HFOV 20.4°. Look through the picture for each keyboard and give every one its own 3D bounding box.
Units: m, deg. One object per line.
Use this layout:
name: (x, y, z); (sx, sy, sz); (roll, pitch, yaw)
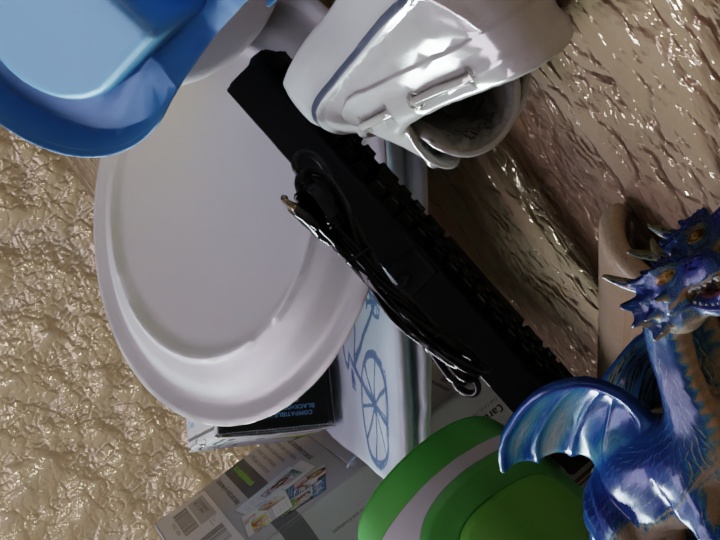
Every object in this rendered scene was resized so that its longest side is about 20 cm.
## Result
keyboard: (0.023, -0.003, 0.762); (0.200, 0.021, 0.127); (47, -163, -6)

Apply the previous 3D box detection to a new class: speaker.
speaker: (0.088, 0.147, 0.742); (0.200, 0.088, 0.089); (46, 169, 26)

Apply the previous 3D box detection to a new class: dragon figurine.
dragon figurine: (0.086, 0.057, 0.643); (0.100, 0.059, 0.200); (53, 143, 11)

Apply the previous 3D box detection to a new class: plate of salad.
plate of salad: (-0.052, -0.031, 0.899); (0.048, 0.201, 0.200); (5, -147, -45)

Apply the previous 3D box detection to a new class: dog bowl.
dog bowl: (-0.084, -0.126, 0.738); (0.111, 0.050, 0.200); (43, 132, -7)

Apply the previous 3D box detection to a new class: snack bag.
snack bag: (0.000, 0.000, 0.928); (0.200, 0.021, 0.190); (-159, 65, -75)

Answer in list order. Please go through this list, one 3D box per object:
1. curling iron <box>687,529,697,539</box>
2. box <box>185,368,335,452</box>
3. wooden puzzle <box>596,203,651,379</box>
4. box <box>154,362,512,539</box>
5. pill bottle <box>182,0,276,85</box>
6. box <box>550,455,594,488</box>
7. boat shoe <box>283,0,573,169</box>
curling iron: (0.176, 0.146, 0.826); (0.200, 0.026, 0.050); (49, 173, 28)
box: (-0.060, -0.013, 1.004); (0.117, 0.060, 0.201); (142, 124, -75)
wooden puzzle: (0.141, 0.090, 0.731); (0.200, 0.046, 0.185); (50, 171, 22)
box: (-0.007, 0.101, 1.034); (0.041, 0.200, 0.156); (54, 171, -12)
pill bottle: (-0.123, -0.168, 0.901); (0.200, 0.114, 0.115); (44, 167, 51)
box: (0.055, 0.159, 0.963); (0.100, 0.075, 0.200); (53, 137, 5)
boat shoe: (0.022, -0.065, 0.668); (0.066, 0.073, 0.200); (57, 172, 3)
